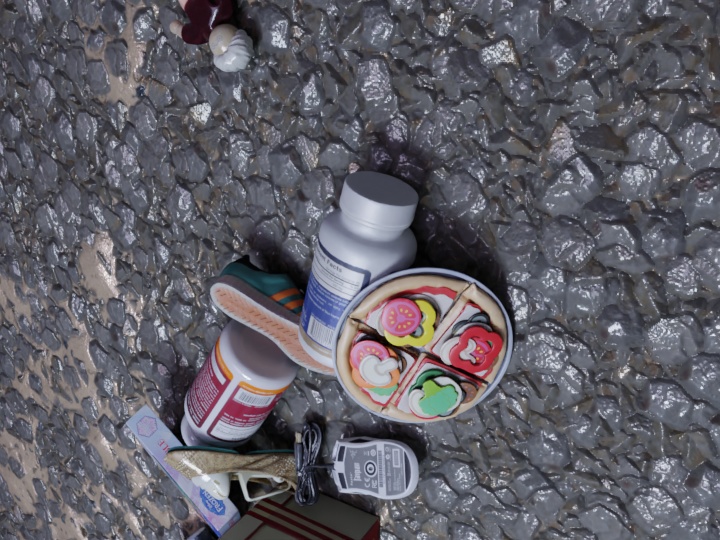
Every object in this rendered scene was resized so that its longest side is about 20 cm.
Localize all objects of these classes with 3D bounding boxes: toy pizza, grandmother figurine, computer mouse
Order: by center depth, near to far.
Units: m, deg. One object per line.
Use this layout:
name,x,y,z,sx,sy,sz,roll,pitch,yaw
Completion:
toy pizza,0.067,0.090,0.789,0.195,0.032,0.204,-1,120,-2
grandmother figurine,-0.191,-0.319,0.872,0.202,0.060,0.121,57,137,8
computer mouse,-0.003,0.253,0.949,0.197,0.044,0.112,-5,82,34

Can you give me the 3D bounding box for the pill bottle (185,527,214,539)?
pill bottle,-0.234,0.524,1.176,0.201,0.106,0.106,53,127,7

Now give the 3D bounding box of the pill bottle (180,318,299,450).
pill bottle,-0.169,0.163,0.995,0.113,0.112,0.201,45,126,12

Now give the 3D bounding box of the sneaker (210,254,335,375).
sneaker,-0.087,0.050,0.928,0.198,0.080,0.072,35,137,-6

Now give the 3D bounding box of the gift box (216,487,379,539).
gift box,-0.095,0.423,0.994,0.184,0.184,0.205,14,108,28

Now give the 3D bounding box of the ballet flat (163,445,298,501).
ballet flat,-0.163,0.272,0.984,0.071,0.196,0.067,131,140,-56

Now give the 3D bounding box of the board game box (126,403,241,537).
board game box,-0.253,0.307,1.091,0.199,0.041,0.201,44,157,15

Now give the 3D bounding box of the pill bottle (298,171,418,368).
pill bottle,0.000,0.000,0.819,0.110,0.110,0.203,28,121,23
